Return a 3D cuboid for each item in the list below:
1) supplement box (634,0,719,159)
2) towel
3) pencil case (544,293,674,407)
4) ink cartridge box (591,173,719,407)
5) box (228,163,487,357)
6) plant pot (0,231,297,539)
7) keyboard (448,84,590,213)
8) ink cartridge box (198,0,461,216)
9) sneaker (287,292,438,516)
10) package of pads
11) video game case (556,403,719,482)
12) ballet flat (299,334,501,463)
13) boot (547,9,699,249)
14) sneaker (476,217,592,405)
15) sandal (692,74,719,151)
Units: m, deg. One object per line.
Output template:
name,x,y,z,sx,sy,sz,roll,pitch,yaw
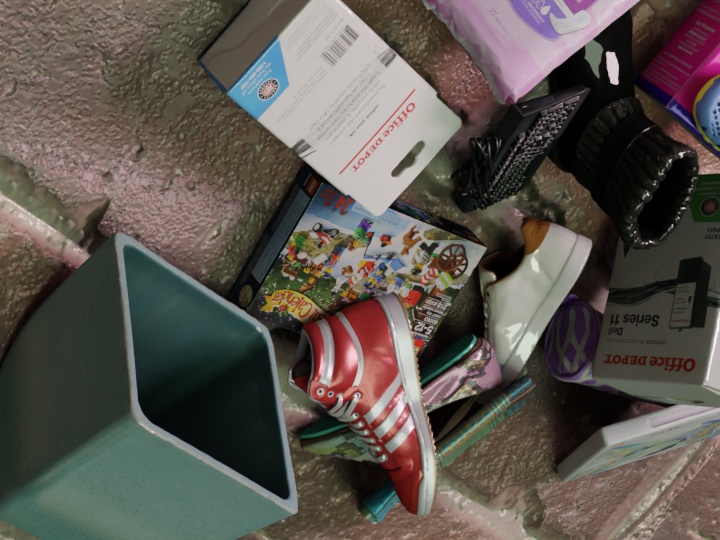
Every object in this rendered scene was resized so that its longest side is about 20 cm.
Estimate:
supplement box,0.356,-0.203,1.724,0.101,0.103,0.200,38,98,-20
towel,0.082,0.171,1.818,0.200,0.022,0.147,-38,172,-3
pencil case,0.271,0.083,1.892,0.199,0.084,0.086,15,76,-38
ink cartridge box,0.305,0.019,1.774,0.083,0.146,0.201,20,77,-37
box,0.000,0.000,1.704,0.199,0.038,0.137,19,108,-38
plant pot,-0.197,0.130,1.577,0.200,0.197,0.196,-33,135,22
keyboard,0.131,-0.088,1.656,0.104,0.040,0.200,-18,162,-18
ink cartridge box,-0.021,-0.146,1.577,0.116,0.068,0.200,-47,130,4
sneaker,0.000,0.129,1.691,0.112,0.071,0.201,-14,99,-17
package of pads,0.158,-0.241,1.591,0.200,0.076,0.121,-39,101,-3
video game case,0.299,0.159,1.899,0.181,0.022,0.200,-16,167,-11
ballet flat,0.043,0.134,1.776,0.199,0.069,0.071,-30,101,0
boot,0.227,-0.139,1.665,0.079,0.158,0.212,-16,128,-16
sneaker,0.136,0.033,1.802,0.084,0.073,0.201,26,117,-3
sandal,0.374,-0.103,1.663,0.199,0.087,0.080,30,102,-19
